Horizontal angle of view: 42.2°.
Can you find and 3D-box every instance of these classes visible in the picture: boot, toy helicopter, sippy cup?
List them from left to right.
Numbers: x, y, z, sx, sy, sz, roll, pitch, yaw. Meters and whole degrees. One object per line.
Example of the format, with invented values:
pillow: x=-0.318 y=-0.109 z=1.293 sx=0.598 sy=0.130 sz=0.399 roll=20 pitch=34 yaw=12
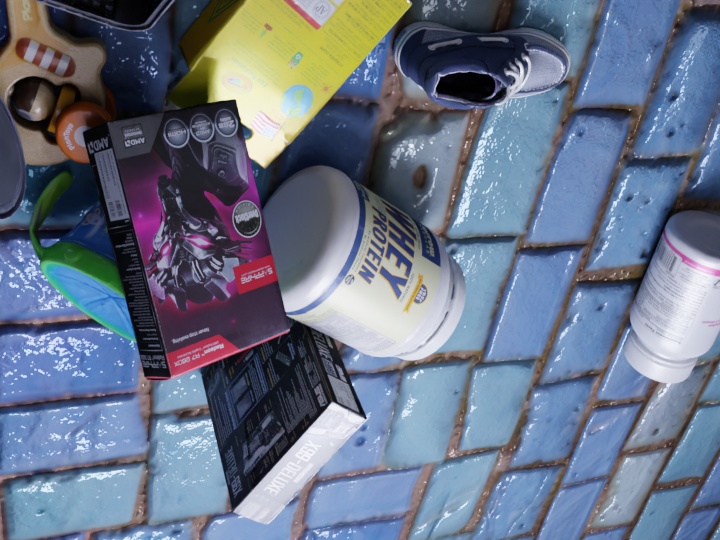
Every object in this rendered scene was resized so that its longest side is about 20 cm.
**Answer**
toy helicopter: x=-0.266 y=-0.180 z=0.730 sx=0.129 sy=0.079 sz=0.204 roll=-6 pitch=118 yaw=-10
sippy cup: x=-0.191 y=-0.021 z=0.827 sx=0.178 sy=0.138 sz=0.132 roll=46 pitch=63 yaw=-32
boot: x=0.131 y=-0.184 z=0.890 sx=0.196 sy=0.091 sz=0.074 roll=-3 pitch=128 yaw=-24

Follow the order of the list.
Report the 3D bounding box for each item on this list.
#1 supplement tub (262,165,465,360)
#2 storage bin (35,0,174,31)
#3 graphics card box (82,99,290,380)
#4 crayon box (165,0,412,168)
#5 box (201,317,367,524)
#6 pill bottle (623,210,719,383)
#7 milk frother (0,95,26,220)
supplement tub: x=0.000 y=0.000 z=0.939 sx=0.198 sy=0.146 sz=0.145 roll=28 pitch=112 yaw=-39
storage bin: x=-0.211 y=-0.251 z=0.616 sx=0.196 sy=0.134 sz=0.096 roll=12 pitch=77 yaw=-29
graphics card box: x=-0.136 y=-0.027 z=0.753 sx=0.124 sy=0.050 sz=0.205 roll=-18 pitch=98 yaw=-40
crayon box: x=-0.067 y=-0.202 z=0.807 sx=0.200 sy=0.051 sz=0.126 roll=-46 pitch=131 yaw=13
box: x=-0.087 y=0.129 z=0.962 sx=0.049 sy=0.201 sz=0.158 roll=29 pitch=111 yaw=-35
pill bottle: x=0.412 y=0.037 z=1.191 sx=0.111 sy=0.114 sz=0.203 roll=-5 pitch=129 yaw=-22
milk frother: x=-0.345 y=-0.042 z=0.729 sx=0.184 sy=0.185 sz=0.200 roll=-13 pitch=179 yaw=11
